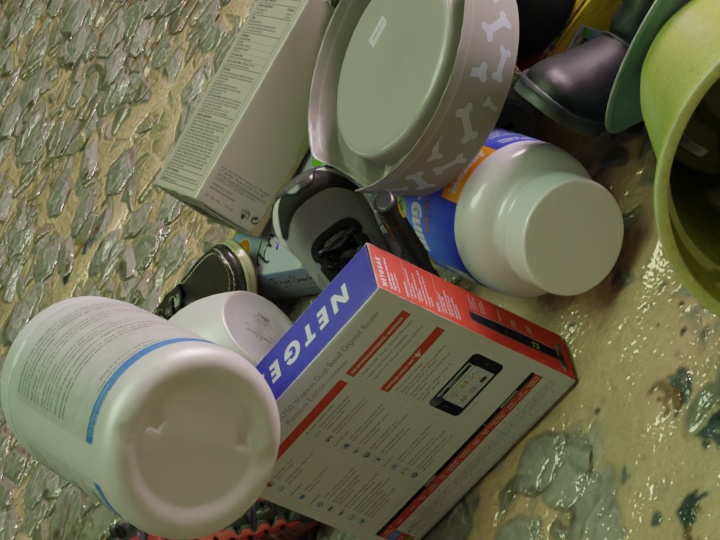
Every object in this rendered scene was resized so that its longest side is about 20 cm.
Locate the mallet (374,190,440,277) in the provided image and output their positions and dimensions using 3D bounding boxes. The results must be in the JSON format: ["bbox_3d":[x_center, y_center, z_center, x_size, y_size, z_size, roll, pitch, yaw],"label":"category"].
[{"bbox_3d":[0.052,0.006,1.640,0.041,0.200,0.066,-19,39,12],"label":"mallet"}]

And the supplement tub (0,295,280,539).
[{"bbox_3d":[-0.152,0.096,1.579,0.200,0.132,0.132,22,86,59],"label":"supplement tub"}]

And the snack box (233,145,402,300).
[{"bbox_3d":[-0.028,-0.054,1.938,0.200,0.053,0.143,-8,60,56],"label":"snack box"}]

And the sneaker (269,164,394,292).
[{"bbox_3d":[0.000,0.000,1.733,0.074,0.200,0.079,-37,40,-6],"label":"sneaker"}]

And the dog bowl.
[{"bbox_3d":[0.039,-0.143,1.654,0.200,0.059,0.200,-36,45,46],"label":"dog bowl"}]

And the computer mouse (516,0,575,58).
[{"bbox_3d":[0.104,-0.235,1.712,0.139,0.053,0.200,-46,34,27],"label":"computer mouse"}]

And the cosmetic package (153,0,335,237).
[{"bbox_3d":[-0.083,-0.136,1.966,0.200,0.073,0.103,-60,27,-4],"label":"cosmetic package"}]

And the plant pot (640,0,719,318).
[{"bbox_3d":[0.252,-0.087,1.408,0.201,0.200,0.184,-55,20,15],"label":"plant pot"}]

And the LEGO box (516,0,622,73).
[{"bbox_3d":[0.182,-0.233,1.718,0.200,0.077,0.149,-54,32,17],"label":"LEGO box"}]

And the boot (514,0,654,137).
[{"bbox_3d":[0.198,-0.191,1.581,0.066,0.165,0.200,39,110,18],"label":"boot"}]

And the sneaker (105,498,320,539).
[{"bbox_3d":[-0.104,0.218,1.833,0.200,0.098,0.071,-23,31,18],"label":"sneaker"}]

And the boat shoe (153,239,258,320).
[{"bbox_3d":[-0.146,0.053,1.984,0.073,0.065,0.200,53,137,25],"label":"boat shoe"}]

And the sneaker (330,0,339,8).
[{"bbox_3d":[0.065,-0.211,1.893,0.200,0.090,0.078,37,108,37],"label":"sneaker"}]

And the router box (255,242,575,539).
[{"bbox_3d":[0.019,0.094,1.622,0.200,0.179,0.049,-47,34,26],"label":"router box"}]

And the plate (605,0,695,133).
[{"bbox_3d":[0.228,-0.171,1.545,0.200,0.026,0.200,-51,-15,-20],"label":"plate"}]

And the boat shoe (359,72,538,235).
[{"bbox_3d":[0.051,-0.087,1.808,0.200,0.072,0.062,-26,24,16],"label":"boat shoe"}]

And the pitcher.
[{"bbox_3d":[-0.157,0.095,1.908,0.200,0.171,0.121,-45,25,32],"label":"pitcher"}]

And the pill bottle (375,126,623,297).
[{"bbox_3d":[0.101,-0.044,1.667,0.112,0.112,0.200,-64,29,0],"label":"pill bottle"}]
